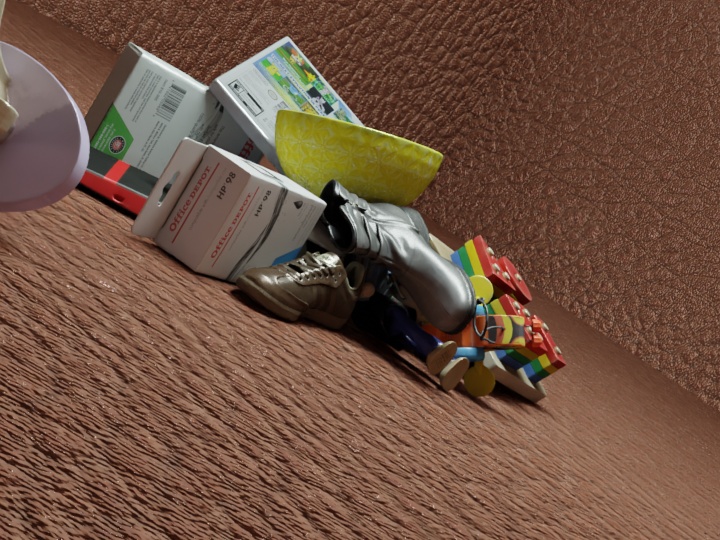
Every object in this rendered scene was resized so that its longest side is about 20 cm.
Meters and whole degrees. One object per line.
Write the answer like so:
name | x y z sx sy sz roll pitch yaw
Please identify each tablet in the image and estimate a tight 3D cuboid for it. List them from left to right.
tablet | -0.107 -0.083 1.696 0.200 0.014 0.130 27 15 -44

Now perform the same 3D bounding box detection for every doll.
doll | 0.029 0.057 1.669 0.200 0.048 0.137 32 -13 38

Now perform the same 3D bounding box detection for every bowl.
bowl | -0.013 -0.109 1.730 0.200 0.108 0.200 15 0 0

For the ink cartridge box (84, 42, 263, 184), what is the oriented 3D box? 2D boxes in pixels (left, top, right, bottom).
ink cartridge box | -0.228 -0.166 1.832 0.200 0.147 0.083 29 7 -27

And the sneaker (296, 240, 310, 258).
sneaker | -0.123 -0.049 1.755 0.115 0.081 0.199 29 12 -50

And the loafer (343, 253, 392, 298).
loafer | 0.000 0.000 1.781 0.063 0.072 0.200 30 -17 14

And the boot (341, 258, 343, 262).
boot | -0.077 -0.075 2.104 0.154 0.074 0.204 34 9 -12

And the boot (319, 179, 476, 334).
boot | 0.032 -0.011 1.601 0.131 0.070 0.200 17 25 -41

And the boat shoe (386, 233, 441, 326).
boat shoe | 0.068 0.017 1.761 0.200 0.064 0.071 73 -8 -46

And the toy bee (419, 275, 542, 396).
toy bee | 0.146 0.080 1.696 0.108 0.131 0.200 4 11 -19

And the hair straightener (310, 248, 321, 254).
hair straightener | -0.108 -0.038 1.851 0.077 0.041 0.200 24 9 -48

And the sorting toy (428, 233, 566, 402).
sorting toy | 0.177 0.050 1.887 0.200 0.070 0.199 31 29 -61

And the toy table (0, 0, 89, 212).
toy table | -0.312 -0.137 1.147 0.200 0.184 0.117 20 -14 19

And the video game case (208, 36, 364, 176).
video game case | -0.075 -0.185 1.857 0.200 0.022 0.182 49 38 -2

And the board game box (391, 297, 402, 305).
board game box | 0.045 -0.011 2.009 0.200 0.062 0.200 32 29 -56

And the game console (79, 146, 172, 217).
game console | -0.270 -0.097 1.652 0.177 0.031 0.200 25 6 -8

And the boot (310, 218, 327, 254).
boot | 0.006 -0.083 1.870 0.200 0.138 0.078 4 -43 39

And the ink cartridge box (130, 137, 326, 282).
ink cartridge box | -0.131 -0.053 1.519 0.067 0.116 0.200 35 8 27

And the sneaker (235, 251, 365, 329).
sneaker | -0.060 0.008 1.547 0.070 0.076 0.200 33 6 24
